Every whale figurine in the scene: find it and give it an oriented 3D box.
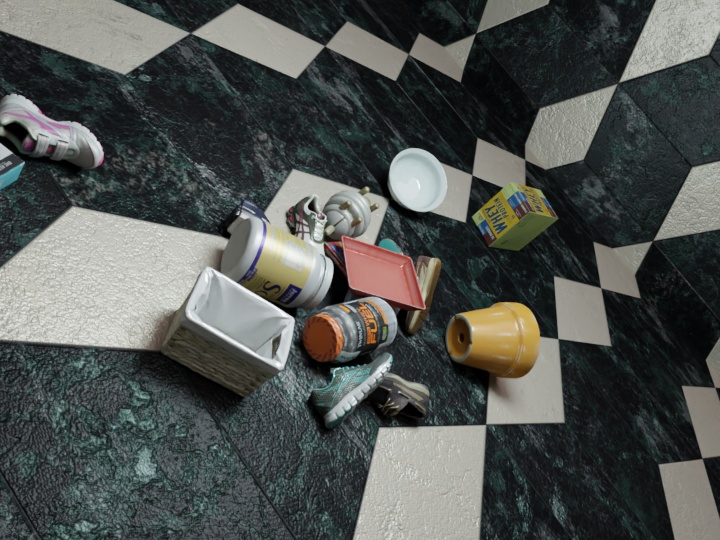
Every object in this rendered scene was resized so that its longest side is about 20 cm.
[{"bbox_3d":[0.201,-0.320,2.128,0.159,0.104,0.200,48,9,3],"label":"whale figurine"}]

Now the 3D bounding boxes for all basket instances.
[{"bbox_3d":[-0.238,0.115,1.145,0.200,0.123,0.136,34,35,-20],"label":"basket"}]

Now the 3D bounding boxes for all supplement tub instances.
[{"bbox_3d":[-0.022,0.128,1.370,0.200,0.123,0.123,-11,63,-52],"label":"supplement tub"},{"bbox_3d":[-0.172,-0.009,1.326,0.200,0.145,0.146,26,39,-28],"label":"supplement tub"}]

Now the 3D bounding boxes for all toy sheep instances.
[{"bbox_3d":[-0.035,-0.140,1.627,0.138,0.138,0.200,49,41,4],"label":"toy sheep"}]

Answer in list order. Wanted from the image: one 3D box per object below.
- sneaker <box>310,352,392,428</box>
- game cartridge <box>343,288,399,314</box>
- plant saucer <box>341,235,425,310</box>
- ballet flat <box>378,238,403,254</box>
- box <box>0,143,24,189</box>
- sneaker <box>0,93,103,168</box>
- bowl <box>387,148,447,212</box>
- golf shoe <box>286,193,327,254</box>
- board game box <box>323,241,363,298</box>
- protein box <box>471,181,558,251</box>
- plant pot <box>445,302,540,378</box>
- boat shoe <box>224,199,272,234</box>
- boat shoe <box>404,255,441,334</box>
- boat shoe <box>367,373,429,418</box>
[{"bbox_3d":[-0.019,0.219,1.280,0.091,0.078,0.200,43,59,15],"label":"sneaker"},{"bbox_3d":[0.032,0.075,1.565,0.133,0.040,0.200,40,34,-3],"label":"game cartridge"},{"bbox_3d":[0.046,0.014,1.532,0.199,0.037,0.200,17,34,-21],"label":"plant saucer"},{"bbox_3d":[0.106,0.008,1.702,0.072,0.072,0.201,-2,57,-49],"label":"ballet flat"},{"bbox_3d":[-0.677,-0.214,1.065,0.200,0.049,0.082,40,34,-10],"label":"box"},{"bbox_3d":[-0.580,-0.238,1.180,0.200,0.081,0.088,25,40,-17],"label":"sneaker"},{"bbox_3d":[0.160,-0.268,1.979,0.200,0.090,0.202,5,78,-24],"label":"bowl"},{"bbox_3d":[-0.119,-0.092,1.525,0.077,0.088,0.200,12,48,-43],"label":"golf shoe"},{"bbox_3d":[0.000,0.000,1.566,0.103,0.019,0.200,-7,47,-45],"label":"board game box"},{"bbox_3d":[0.543,-0.186,2.251,0.200,0.199,0.135,4,52,-45],"label":"protein box"},{"bbox_3d":[0.331,0.180,1.666,0.183,0.200,0.201,4,50,-25],"label":"plant pot"},{"bbox_3d":[-0.206,-0.081,1.430,0.200,0.075,0.093,40,27,-23],"label":"boat shoe"},{"bbox_3d":[0.140,0.059,1.609,0.072,0.201,0.072,17,-2,23],"label":"boat shoe"},{"bbox_3d":[0.071,0.272,1.369,0.200,0.074,0.073,17,48,-28],"label":"boat shoe"}]
